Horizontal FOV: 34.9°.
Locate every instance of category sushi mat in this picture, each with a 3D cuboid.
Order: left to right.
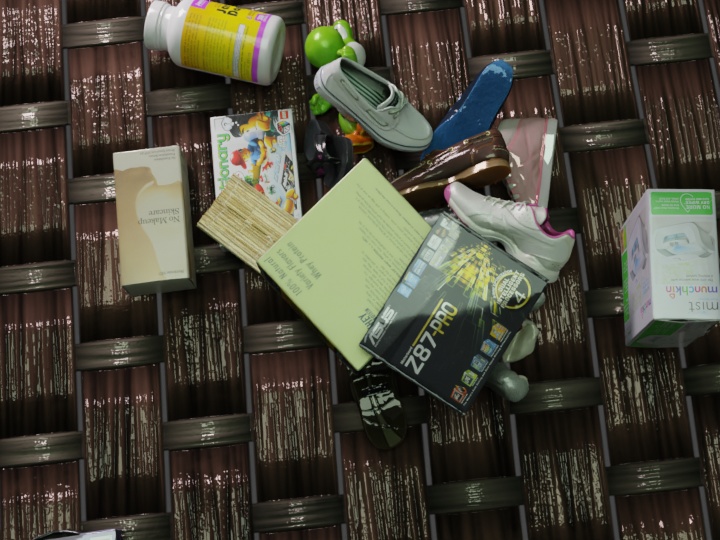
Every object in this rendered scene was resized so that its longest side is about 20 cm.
[{"bbox_3d":[-0.133,-0.046,1.651,0.199,0.012,0.096,36,81,7],"label":"sushi mat"}]

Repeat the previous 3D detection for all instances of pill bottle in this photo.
[{"bbox_3d":[-0.218,-0.347,1.714,0.198,0.104,0.105,13,77,4],"label":"pill bottle"}]

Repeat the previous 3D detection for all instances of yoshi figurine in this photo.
[{"bbox_3d":[-0.031,-0.279,1.694,0.111,0.112,0.202,-17,74,4],"label":"yoshi figurine"}]

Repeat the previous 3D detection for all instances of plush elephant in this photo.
[{"bbox_3d":[0.186,0.069,1.578,0.154,0.200,0.166,-37,102,-19],"label":"plush elephant"}]

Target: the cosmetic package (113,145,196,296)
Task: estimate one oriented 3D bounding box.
[{"bbox_3d":[-0.299,-0.072,1.667,0.104,0.071,0.202,-8,76,-1],"label":"cosmetic package"}]

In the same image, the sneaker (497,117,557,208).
[{"bbox_3d":[0.226,-0.131,1.668,0.103,0.075,0.203,8,74,6],"label":"sneaker"}]

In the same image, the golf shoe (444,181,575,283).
[{"bbox_3d":[0.209,-0.071,1.588,0.199,0.075,0.092,38,116,5],"label":"golf shoe"}]

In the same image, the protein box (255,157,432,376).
[{"bbox_3d":[0.000,0.000,1.540,0.200,0.135,0.199,-43,85,-7],"label":"protein box"}]

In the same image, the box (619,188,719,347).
[{"bbox_3d":[0.422,0.002,1.565,0.095,0.200,0.179,1,77,2],"label":"box"}]

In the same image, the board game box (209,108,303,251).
[{"bbox_3d":[-0.153,-0.134,1.697,0.125,0.035,0.202,-7,77,1],"label":"board game box"}]

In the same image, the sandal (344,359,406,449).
[{"bbox_3d":[0.023,0.149,1.619,0.081,0.055,0.202,-14,91,-3],"label":"sandal"}]

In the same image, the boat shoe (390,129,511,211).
[{"bbox_3d":[0.120,-0.141,1.648,0.198,0.070,0.071,-19,66,16],"label":"boat shoe"}]

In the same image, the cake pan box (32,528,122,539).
[{"bbox_3d":[-0.408,0.455,1.555,0.182,0.052,0.202,-9,77,-3],"label":"cake pan box"}]

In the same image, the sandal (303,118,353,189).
[{"bbox_3d":[-0.058,-0.166,1.630,0.047,0.200,0.076,8,106,-22],"label":"sandal"}]

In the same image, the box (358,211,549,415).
[{"bbox_3d":[0.116,0.053,1.431,0.160,0.049,0.201,34,92,4],"label":"box"}]

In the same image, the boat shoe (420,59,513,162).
[{"bbox_3d":[0.164,-0.215,1.687,0.084,0.069,0.200,41,103,-4],"label":"boat shoe"}]

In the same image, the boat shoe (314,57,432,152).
[{"bbox_3d":[0.029,-0.229,1.607,0.199,0.067,0.074,24,64,-25],"label":"boat shoe"}]

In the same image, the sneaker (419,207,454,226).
[{"bbox_3d":[0.078,-0.034,1.661,0.198,0.075,0.083,-20,102,-3],"label":"sneaker"}]
